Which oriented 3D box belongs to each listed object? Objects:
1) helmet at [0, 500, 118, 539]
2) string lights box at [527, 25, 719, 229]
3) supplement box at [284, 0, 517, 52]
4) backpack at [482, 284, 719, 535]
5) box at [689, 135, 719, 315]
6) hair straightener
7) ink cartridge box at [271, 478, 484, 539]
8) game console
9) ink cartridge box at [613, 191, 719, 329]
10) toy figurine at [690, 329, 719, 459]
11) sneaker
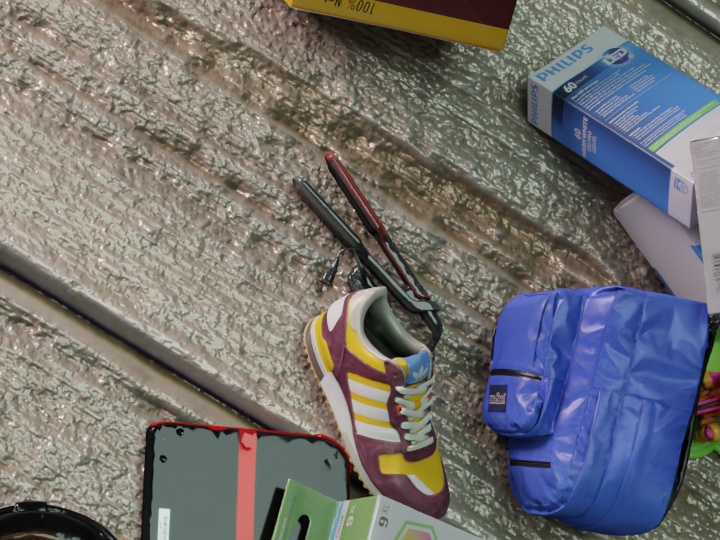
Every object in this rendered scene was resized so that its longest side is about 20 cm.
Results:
[{"bbox_3d":[-0.243,0.288,1.391,0.199,0.191,0.200,10,37,-8],"label":"helmet"},{"bbox_3d":[0.253,-0.131,1.706,0.103,0.059,0.200,-34,52,-24],"label":"string lights box"},{"bbox_3d":[0.041,-0.315,1.649,0.197,0.133,0.201,10,107,-18],"label":"supplement box"},{"bbox_3d":[0.189,0.117,1.619,0.167,0.162,0.201,10,84,-11],"label":"backpack"},{"bbox_3d":[0.348,-0.037,1.625,0.200,0.036,0.145,-1,84,-52],"label":"box"},{"bbox_3d":[0.000,0.000,1.652,0.077,0.041,0.200,-35,94,-10],"label":"hair straightener"},{"bbox_3d":[0.024,0.246,1.546,0.200,0.059,0.104,27,65,-26],"label":"ink cartridge box"},{"bbox_3d":[-0.092,0.226,1.555,0.176,0.031,0.201,5,73,-16],"label":"game console"},{"bbox_3d":[0.358,-0.059,1.766,0.200,0.086,0.147,-34,88,-26],"label":"ink cartridge box"},{"bbox_3d":[0.374,0.096,1.675,0.199,0.184,0.151,-9,78,-22],"label":"toy figurine"},{"bbox_3d":[0.029,0.112,1.585,0.075,0.090,0.200,-25,84,-50],"label":"sneaker"}]
